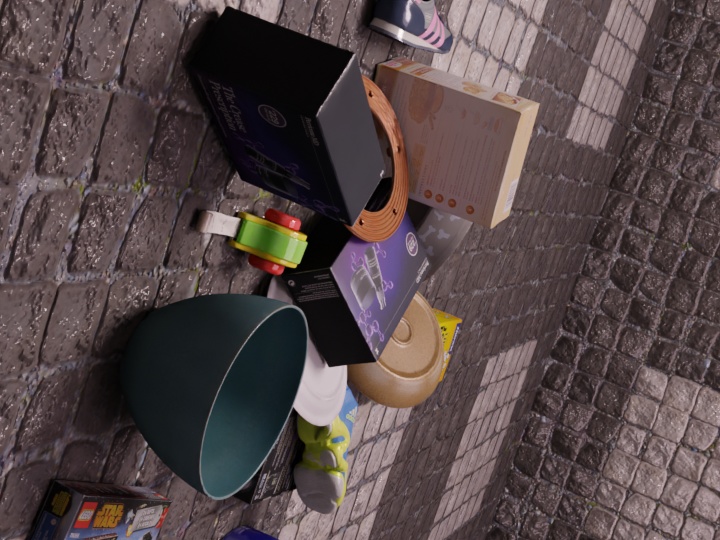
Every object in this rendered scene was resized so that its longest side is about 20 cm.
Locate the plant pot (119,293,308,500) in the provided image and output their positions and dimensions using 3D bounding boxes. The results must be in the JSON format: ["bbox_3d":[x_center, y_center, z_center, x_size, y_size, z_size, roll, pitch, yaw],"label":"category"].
[{"bbox_3d":[-0.157,0.106,1.199,0.201,0.134,0.201,-53,155,-38],"label":"plant pot"}]

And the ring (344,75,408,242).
[{"bbox_3d":[0.001,-0.133,1.440,0.200,0.019,0.203,22,64,-55],"label":"ring"}]

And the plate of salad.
[{"bbox_3d":[-0.071,0.090,1.475,0.200,0.048,0.202,43,40,-52],"label":"plate of salad"}]

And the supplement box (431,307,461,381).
[{"bbox_3d":[0.064,0.111,1.845,0.200,0.109,0.110,-5,115,-69],"label":"supplement box"}]

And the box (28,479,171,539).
[{"bbox_3d":[-0.271,0.284,1.219,0.138,0.040,0.200,-66,161,-5],"label":"box"}]

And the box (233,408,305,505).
[{"bbox_3d":[-0.097,0.197,1.596,0.160,0.043,0.202,4,106,-70],"label":"box"}]

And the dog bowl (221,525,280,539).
[{"bbox_3d":[-0.162,0.449,1.627,0.201,0.078,0.201,-53,155,-39],"label":"dog bowl"}]

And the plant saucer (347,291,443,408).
[{"bbox_3d":[0.046,0.087,1.667,0.035,0.200,0.200,-33,-166,47],"label":"plant saucer"}]

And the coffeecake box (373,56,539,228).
[{"bbox_3d":[0.106,-0.164,1.536,0.073,0.198,0.155,-32,140,-59],"label":"coffeecake box"}]

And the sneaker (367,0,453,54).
[{"bbox_3d":[0.077,-0.317,1.497,0.200,0.070,0.083,-15,127,-69],"label":"sneaker"}]

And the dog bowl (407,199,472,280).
[{"bbox_3d":[0.097,-0.081,1.682,0.201,0.058,0.201,-54,-164,23],"label":"dog bowl"}]

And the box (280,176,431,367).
[{"bbox_3d":[0.000,0.000,1.494,0.201,0.078,0.142,-58,132,-46],"label":"box"}]

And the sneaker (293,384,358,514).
[{"bbox_3d":[-0.035,0.230,1.617,0.105,0.075,0.202,-49,152,-45],"label":"sneaker"}]

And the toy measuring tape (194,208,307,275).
[{"bbox_3d":[-0.105,-0.034,1.297,0.074,0.073,0.200,-69,161,2],"label":"toy measuring tape"}]

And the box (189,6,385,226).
[{"bbox_3d":[-0.064,-0.143,1.165,0.079,0.140,0.200,-62,159,-20],"label":"box"}]
